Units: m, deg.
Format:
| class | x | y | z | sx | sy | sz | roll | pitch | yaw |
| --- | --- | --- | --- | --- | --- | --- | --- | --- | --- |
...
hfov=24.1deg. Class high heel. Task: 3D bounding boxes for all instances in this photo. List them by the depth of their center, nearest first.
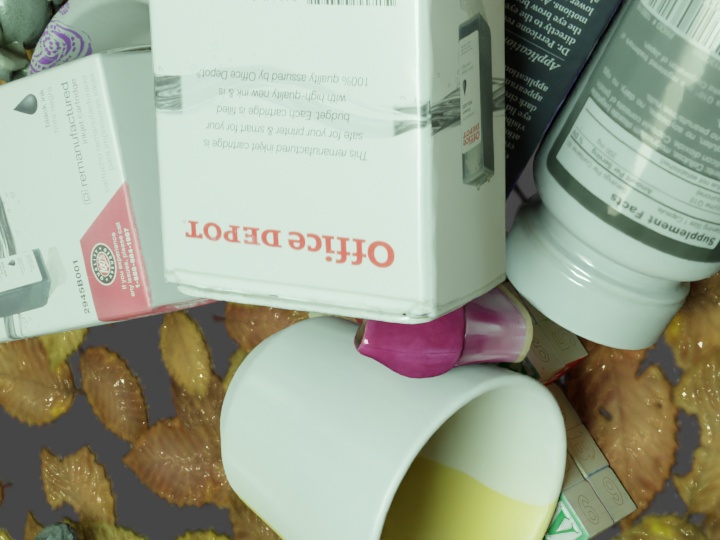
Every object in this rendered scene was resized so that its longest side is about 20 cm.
| class | x | y | z | sx | sy | sz | roll | pitch | yaw |
| --- | --- | --- | --- | --- | --- | --- | --- | --- | --- |
| high heel | 0.000 | 0.000 | 0.877 | 0.200 | 0.095 | 0.068 | 47 | 127 | 50 |

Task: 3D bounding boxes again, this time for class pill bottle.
| class | x | y | z | sx | sy | sz | roll | pitch | yaw |
| --- | --- | --- | --- | --- | --- | --- | --- | --- | --- |
| pill bottle | 0.155 | -0.068 | 0.835 | 0.114 | 0.113 | 0.201 | 40 | 120 | 24 |

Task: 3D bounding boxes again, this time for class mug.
| class | x | y | z | sx | sy | sz | roll | pitch | yaw |
| --- | --- | --- | --- | --- | --- | --- | --- | --- | --- |
| mug | -0.001 | 0.115 | 0.896 | 0.152 | 0.149 | 0.188 | 26 | 100 | 39 |

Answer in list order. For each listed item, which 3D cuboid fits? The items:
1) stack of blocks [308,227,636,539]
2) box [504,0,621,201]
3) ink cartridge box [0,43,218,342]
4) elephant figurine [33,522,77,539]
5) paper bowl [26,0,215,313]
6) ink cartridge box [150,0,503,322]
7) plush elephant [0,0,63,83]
| class | x | y | z | sx | sy | sz | roll | pitch | yaw |
| --- | --- | --- | --- | --- | --- | --- | --- | --- | --- |
| stack of blocks | 0.070 | 0.072 | 0.959 | 0.115 | 0.058 | 0.201 | -41 | 74 | 35 |
| box | 0.062 | -0.134 | 0.855 | 0.104 | 0.148 | 0.201 | 26 | 119 | -4 |
| ink cartridge box | -0.176 | -0.038 | 0.979 | 0.199 | 0.084 | 0.147 | -11 | 91 | 40 |
| elephant figurine | -0.174 | 0.282 | 1.148 | 0.199 | 0.142 | 0.156 | 36 | 148 | 9 |
| paper bowl | -0.108 | -0.080 | 1.036 | 0.199 | 0.104 | 0.203 | 8 | 104 | 35 |
| ink cartridge box | -0.014 | -0.089 | 0.752 | 0.144 | 0.085 | 0.202 | 7 | 104 | 30 |
| plush elephant | -0.222 | -0.210 | 1.081 | 0.199 | 0.155 | 0.165 | -26 | 37 | 5 |
